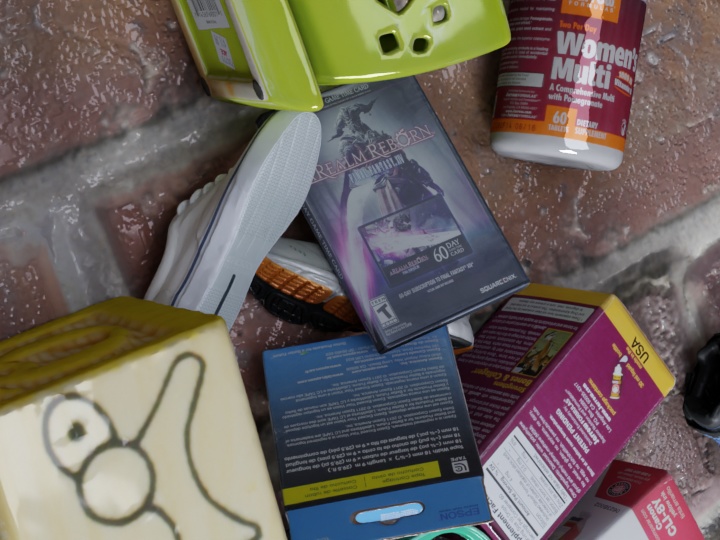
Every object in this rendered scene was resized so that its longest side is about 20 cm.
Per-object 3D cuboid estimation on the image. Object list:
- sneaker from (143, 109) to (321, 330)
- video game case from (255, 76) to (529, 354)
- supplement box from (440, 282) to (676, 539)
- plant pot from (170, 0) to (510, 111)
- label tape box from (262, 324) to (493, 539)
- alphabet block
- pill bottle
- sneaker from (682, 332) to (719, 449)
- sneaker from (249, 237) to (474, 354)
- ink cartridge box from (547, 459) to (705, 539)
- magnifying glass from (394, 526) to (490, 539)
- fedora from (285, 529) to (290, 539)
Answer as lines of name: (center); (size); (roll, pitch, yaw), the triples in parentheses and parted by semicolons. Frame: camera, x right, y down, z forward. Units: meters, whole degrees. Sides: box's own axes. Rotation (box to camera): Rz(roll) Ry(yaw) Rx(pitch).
sneaker: (-0.101, -0.036, 1.389); (0.201, 0.070, 0.073); (-60, 148, -2)
video game case: (0.025, -0.051, 1.451); (0.142, 0.019, 0.201); (-23, 79, -31)
supplement box: (0.130, 0.116, 1.512); (0.200, 0.131, 0.103); (-47, 115, -18)
plant pot: (-0.036, -0.221, 1.361); (0.180, 0.200, 0.201); (-26, 106, -18)
label tape box: (0.011, 0.136, 1.385); (0.143, 0.201, 0.064); (-9, 133, -2)
alphabet block: (-0.181, 0.147, 1.300); (0.194, 0.196, 0.202); (-21, 104, -28)
pill bottle: (0.169, -0.186, 1.525); (0.109, 0.109, 0.202); (9, 89, -30)
sneaker: (0.323, 0.152, 1.654); (0.110, 0.076, 0.202); (8, 85, -36)
sneaker: (0.000, 0.000, 1.475); (0.199, 0.076, 0.093); (20, 62, -27)
ink cartridge box: (0.154, 0.241, 1.526); (0.199, 0.145, 0.084); (-37, 110, -22)
magnifying glass: (0.015, 0.223, 1.408); (0.198, 0.022, 0.081); (4, 90, -25)
fedora: (-0.036, 0.278, 1.449); (0.199, 0.091, 0.203); (-1, 93, -25)
